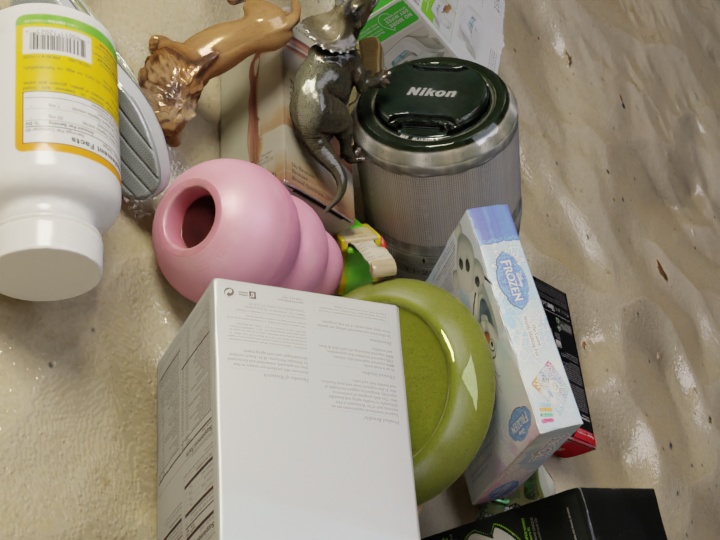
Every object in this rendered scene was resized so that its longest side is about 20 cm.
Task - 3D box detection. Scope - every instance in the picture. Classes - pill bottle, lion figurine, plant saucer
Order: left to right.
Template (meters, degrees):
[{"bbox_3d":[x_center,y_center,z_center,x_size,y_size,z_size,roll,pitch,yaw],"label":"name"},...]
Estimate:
[{"bbox_3d":[-0.232,-0.084,0.988,0.111,0.111,0.201,24,50,-45],"label":"pill bottle"},{"bbox_3d":[-0.119,-0.195,1.187,0.073,0.200,0.123,52,0,-26],"label":"lion figurine"},{"bbox_3d":[0.015,0.100,1.127,0.031,0.199,0.201,29,45,-58],"label":"plant saucer"}]

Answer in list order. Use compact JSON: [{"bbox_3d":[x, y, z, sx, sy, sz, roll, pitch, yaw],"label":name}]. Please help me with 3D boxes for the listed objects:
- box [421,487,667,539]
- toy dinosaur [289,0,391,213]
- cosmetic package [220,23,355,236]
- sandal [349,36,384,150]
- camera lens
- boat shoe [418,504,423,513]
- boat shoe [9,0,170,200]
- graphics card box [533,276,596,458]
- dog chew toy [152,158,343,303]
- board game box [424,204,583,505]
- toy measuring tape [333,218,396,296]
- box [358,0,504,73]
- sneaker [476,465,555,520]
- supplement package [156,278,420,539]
[{"bbox_3d":[0.164,0.280,1.216,0.148,0.200,0.125,13,59,-51],"label":"box"},{"bbox_3d":[-0.031,-0.155,1.208,0.102,0.077,0.201,24,82,-49],"label":"toy dinosaur"},{"bbox_3d":[-0.070,-0.129,1.273,0.103,0.087,0.201,27,47,-42],"label":"cosmetic package"},{"bbox_3d":[-0.006,-0.175,1.423,0.200,0.080,0.054,-80,155,-49],"label":"sandal"},{"bbox_3d":[0.078,-0.096,1.329,0.160,0.159,0.200,-79,165,-44],"label":"camera lens"},{"bbox_3d":[0.008,0.233,1.158,0.200,0.074,0.069,-34,111,-58],"label":"boat shoe"},{"bbox_3d":[-0.209,-0.153,1.108,0.200,0.072,0.062,60,27,-4],"label":"boat shoe"},{"bbox_3d":[0.200,0.104,1.531,0.125,0.051,0.201,23,51,-45],"label":"graphics card box"},{"bbox_3d":[-0.085,-0.018,1.153,0.200,0.124,0.125,26,48,-56],"label":"dog chew toy"},{"bbox_3d":[0.111,0.078,1.167,0.043,0.200,0.200,-9,67,-16],"label":"board game box"},{"bbox_3d":[0.000,0.000,1.250,0.074,0.074,0.200,51,-1,-20],"label":"toy measuring tape"},{"bbox_3d":[0.083,-0.303,1.603,0.176,0.097,0.200,43,37,-30],"label":"box"},{"bbox_3d":[0.139,0.207,1.323,0.200,0.077,0.089,61,44,-41],"label":"sneaker"},{"bbox_3d":[-0.060,0.137,1.002,0.151,0.151,0.201,9,57,-22],"label":"supplement package"}]
